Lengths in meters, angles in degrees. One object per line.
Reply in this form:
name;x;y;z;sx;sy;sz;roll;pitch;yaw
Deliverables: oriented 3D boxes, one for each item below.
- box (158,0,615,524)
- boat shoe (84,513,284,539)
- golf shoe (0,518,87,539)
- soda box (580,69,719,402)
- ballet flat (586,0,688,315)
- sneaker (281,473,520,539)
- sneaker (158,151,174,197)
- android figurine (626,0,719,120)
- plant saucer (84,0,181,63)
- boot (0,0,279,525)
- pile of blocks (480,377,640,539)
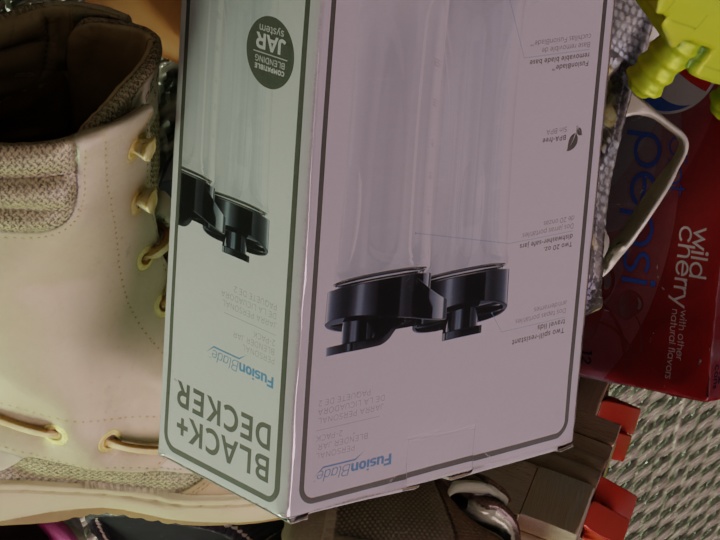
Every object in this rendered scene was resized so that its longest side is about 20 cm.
box;0.009;-0.042;0.762;0.116;0.060;0.201;-12;112;-41
boat shoe;-0.059;0.097;0.955;0.200;0.073;0.061;77;24;-78
golf shoe;-0.174;0.068;0.898;0.199;0.091;0.076;17;95;-29
soda box;0.135;-0.053;1.094;0.063;0.070;0.201;-5;103;-54
ballet flat;0.097;-0.074;1.041;0.072;0.072;0.201;4;105;-59
sneaker;0.017;0.094;0.946;0.200;0.075;0.071;-27;128;-84
sneaker;0.000;0.000;0.939;0.081;0.074;0.200;-2;146;23
android figurine;0.163;-0.129;0.899;0.182;0.041;0.200;13;124;-46
plant saucer;0.000;-0.126;0.833;0.199;0.038;0.201;-11;139;-9
boot;-0.057;-0.003;0.810;0.199;0.073;0.156;-2;130;-14
pile of blocks;0.076;0.093;1.089;0.200;0.062;0.082;-50;159;-69
